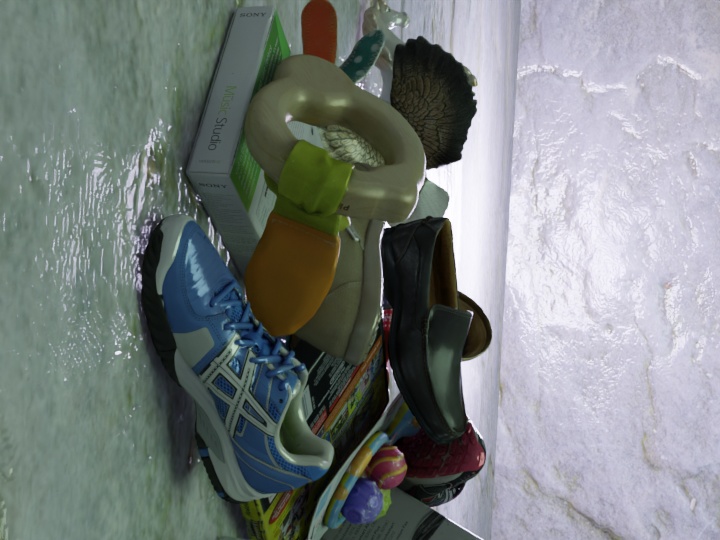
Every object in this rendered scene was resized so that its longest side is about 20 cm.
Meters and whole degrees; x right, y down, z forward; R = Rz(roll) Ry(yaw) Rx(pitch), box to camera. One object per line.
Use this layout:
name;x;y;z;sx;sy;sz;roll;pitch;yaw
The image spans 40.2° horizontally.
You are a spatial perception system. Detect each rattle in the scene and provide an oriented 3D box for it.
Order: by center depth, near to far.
rattle;-0.030;-0.078;0.695;0.202;0.128;0.144;-109;-163;-45

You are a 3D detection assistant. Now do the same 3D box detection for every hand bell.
hand bell;0.057;0.122;1.023;0.105;0.103;0.202;-68;177;-52

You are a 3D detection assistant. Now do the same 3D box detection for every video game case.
video game case;-0.035;0.124;0.806;0.201;0.025;0.182;-54;153;-35

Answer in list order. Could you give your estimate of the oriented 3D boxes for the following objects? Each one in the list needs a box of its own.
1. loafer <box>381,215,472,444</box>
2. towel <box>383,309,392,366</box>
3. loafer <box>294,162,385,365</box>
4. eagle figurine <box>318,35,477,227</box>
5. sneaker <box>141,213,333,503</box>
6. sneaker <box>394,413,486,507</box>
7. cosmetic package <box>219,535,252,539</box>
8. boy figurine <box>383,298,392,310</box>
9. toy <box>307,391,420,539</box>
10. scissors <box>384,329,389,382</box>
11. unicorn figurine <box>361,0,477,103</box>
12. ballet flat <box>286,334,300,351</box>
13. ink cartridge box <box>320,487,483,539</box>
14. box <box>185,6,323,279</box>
loafer;0.065;0.049;0.869;0.072;0.071;0.204;4;69;-57
towel;0.016;0.154;1.117;0.145;0.022;0.203;91;7;-66
loafer;-0.020;-0.018;0.745;0.202;0.067;0.076;-92;-160;-51
eagle figurine;0.027;-0.127;0.946;0.200;0.148;0.154;38;70;-86
sneaker;-0.075;0.054;0.622;0.076;0.076;0.203;-62;138;-57
sneaker;0.079;0.186;0.952;0.081;0.074;0.200;-56;-176;-20
cosmetic package;-0.076;0.264;0.639;0.200;0.111;0.083;-49;140;-66
boy figurine;0.000;0.000;0.962;0.200;0.063;0.127;8;74;-75
toy;0.015;0.179;0.868;0.200;0.047;0.116;-50;162;-49
scissors;0.009;0.126;1.022;0.201;0.014;0.074;111;-17;-63
unicorn figurine;0.054;-0.201;1.065;0.074;0.135;0.204;-98;-157;-80
ballet flat;-0.016;0.092;0.936;0.200;0.062;0.070;50;44;-71
ink cartridge box;0.061;0.288;0.969;0.085;0.198;0.147;-55;161;-19
box;-0.069;-0.074;0.743;0.201;0.036;0.146;73;25;-58
